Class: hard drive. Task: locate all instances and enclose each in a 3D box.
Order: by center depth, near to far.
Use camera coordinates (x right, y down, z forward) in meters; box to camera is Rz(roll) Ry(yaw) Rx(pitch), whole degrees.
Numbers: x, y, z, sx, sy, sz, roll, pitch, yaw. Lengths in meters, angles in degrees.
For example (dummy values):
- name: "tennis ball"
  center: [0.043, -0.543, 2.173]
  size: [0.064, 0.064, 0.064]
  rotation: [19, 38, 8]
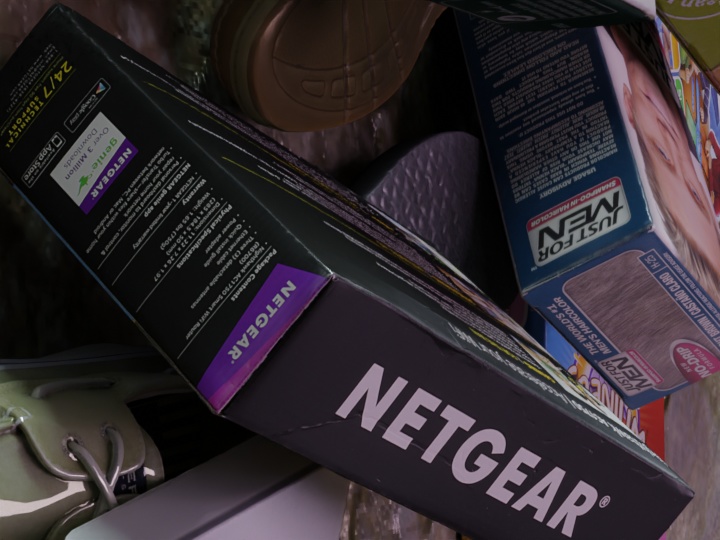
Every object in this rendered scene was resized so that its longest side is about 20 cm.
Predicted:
- name: "hard drive"
  center: [-0.054, 0.153, 0.644]
  size: [0.132, 0.027, 0.200]
  rotation: [-22, 126, -62]

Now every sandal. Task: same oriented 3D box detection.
- name: "sandal"
  center: [0.000, 0.000, 0.839]
  size: [0.200, 0.043, 0.076]
  rotation: [-28, 105, -51]

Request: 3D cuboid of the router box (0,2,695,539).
- name: "router box"
  center: [-0.006, 0.013, 0.669]
  size: [0.051, 0.149, 0.200]
  rotation: [-52, 138, 6]

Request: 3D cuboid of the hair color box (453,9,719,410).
- name: "hair color box"
  center: [0.094, -0.055, 0.918]
  size: [0.100, 0.060, 0.200]
  rotation: [43, 28, -44]

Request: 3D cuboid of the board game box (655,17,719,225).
- name: "board game box"
  center: [0.159, -0.057, 1.166]
  size: [0.135, 0.034, 0.200]
  rotation: [-11, 97, -64]

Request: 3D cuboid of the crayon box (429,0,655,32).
- name: "crayon box"
  center: [0.047, -0.177, 0.680]
  size: [0.126, 0.052, 0.200]
  rotation: [-1, 88, -71]

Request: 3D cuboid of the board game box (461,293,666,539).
- name: "board game box"
  center: [0.092, 0.071, 1.007]
  size: [0.153, 0.040, 0.200]
  rotation: [14, 74, -63]

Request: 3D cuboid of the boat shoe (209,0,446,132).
- name: "boat shoe"
  center: [-0.006, -0.113, 0.826]
  size: [0.201, 0.063, 0.073]
  rotation: [-51, 145, -45]

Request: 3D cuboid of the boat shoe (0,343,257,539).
- name: "boat shoe"
  center: [-0.085, 0.053, 0.624]
  size: [0.200, 0.062, 0.072]
  rotation: [-25, 109, -62]

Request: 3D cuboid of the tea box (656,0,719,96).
- name: "tea box"
  center: [0.168, -0.201, 0.892]
  size: [0.197, 0.200, 0.134]
  rotation: [42, 16, -40]
